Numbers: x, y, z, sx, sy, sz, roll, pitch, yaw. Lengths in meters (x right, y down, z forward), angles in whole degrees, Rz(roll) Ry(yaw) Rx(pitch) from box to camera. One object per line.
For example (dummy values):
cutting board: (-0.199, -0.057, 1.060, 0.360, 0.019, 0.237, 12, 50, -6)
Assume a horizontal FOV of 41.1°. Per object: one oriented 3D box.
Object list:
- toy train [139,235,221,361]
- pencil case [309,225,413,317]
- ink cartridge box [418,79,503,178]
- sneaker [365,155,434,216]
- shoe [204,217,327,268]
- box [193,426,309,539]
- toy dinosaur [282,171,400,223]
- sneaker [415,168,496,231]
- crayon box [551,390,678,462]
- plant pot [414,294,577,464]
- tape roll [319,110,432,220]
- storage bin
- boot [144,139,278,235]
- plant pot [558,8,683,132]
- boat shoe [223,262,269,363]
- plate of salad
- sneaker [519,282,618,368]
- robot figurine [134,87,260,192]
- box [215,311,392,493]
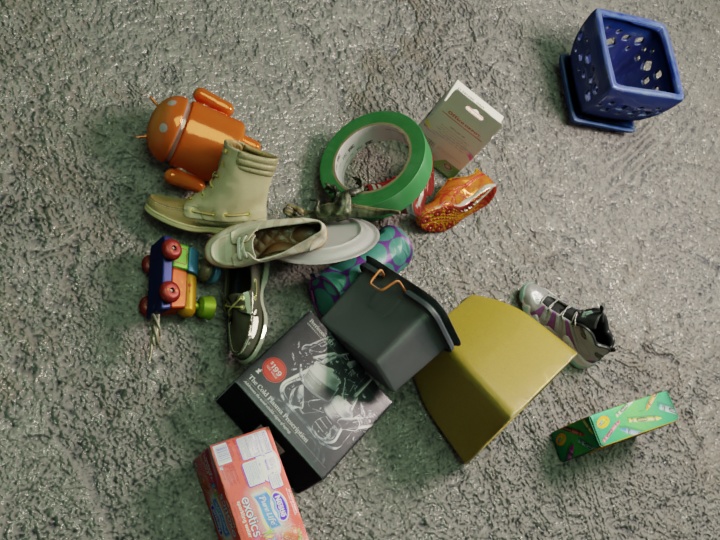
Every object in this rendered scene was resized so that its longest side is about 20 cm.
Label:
toy train: (-0.276, 0.056, 1.493, 0.115, 0.084, 0.202, 15, 61, -35)
pencil case: (0.000, 0.000, 1.647, 0.199, 0.092, 0.086, -35, 129, -35)
ink cartridge box: (0.185, -0.271, 1.796, 0.117, 0.200, 0.068, 37, 56, -7)
sneaker: (0.070, -0.163, 1.763, 0.114, 0.079, 0.200, 3, 24, 14)
shoe: (-0.148, -0.049, 1.502, 0.197, 0.053, 0.071, -12, 87, -5)
box: (-0.157, 0.345, 1.402, 0.102, 0.095, 0.202, -14, 75, -31)
toy dinosaur: (-0.029, -0.116, 1.621, 0.197, 0.048, 0.089, -4, 54, 9)
sneaker: (0.170, -0.132, 1.816, 0.199, 0.073, 0.077, -27, 57, -36)
crayon box: (0.457, 0.280, 1.727, 0.198, 0.119, 0.059, -11, 72, -30)
plant pot: (0.202, 0.163, 1.619, 0.194, 0.196, 0.200, -35, 73, -34)
tape roll: (0.027, -0.186, 1.694, 0.198, 0.048, 0.203, -10, 57, 17)
storage bin: (0.035, 0.085, 1.509, 0.134, 0.146, 0.199, -43, 45, -14)
boot: (-0.238, -0.137, 1.535, 0.197, 0.157, 0.073, 14, 21, -2)
plant pot: (0.544, -0.413, 2.055, 0.198, 0.180, 0.202, 5, 64, -25)
boat shoe: (-0.188, 0.049, 1.529, 0.060, 0.071, 0.204, 37, 44, -45)
plate of salad: (-0.066, -0.045, 1.605, 0.198, 0.199, 0.049, -21, 120, -32)
sneaker: (0.396, 0.081, 1.774, 0.200, 0.140, 0.078, 44, 56, -2)
robot figurine: (-0.269, -0.214, 1.593, 0.198, 0.145, 0.117, 22, 24, -16)
box: (-0.087, 0.204, 1.498, 0.200, 0.104, 0.182, 47, 54, 0)
